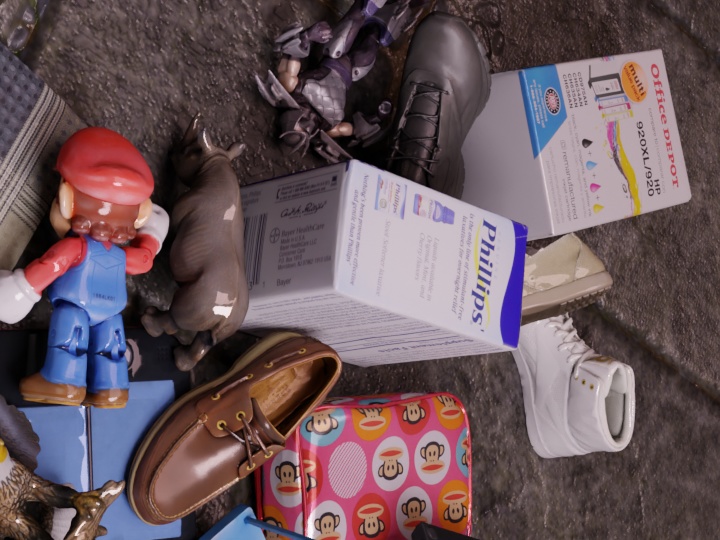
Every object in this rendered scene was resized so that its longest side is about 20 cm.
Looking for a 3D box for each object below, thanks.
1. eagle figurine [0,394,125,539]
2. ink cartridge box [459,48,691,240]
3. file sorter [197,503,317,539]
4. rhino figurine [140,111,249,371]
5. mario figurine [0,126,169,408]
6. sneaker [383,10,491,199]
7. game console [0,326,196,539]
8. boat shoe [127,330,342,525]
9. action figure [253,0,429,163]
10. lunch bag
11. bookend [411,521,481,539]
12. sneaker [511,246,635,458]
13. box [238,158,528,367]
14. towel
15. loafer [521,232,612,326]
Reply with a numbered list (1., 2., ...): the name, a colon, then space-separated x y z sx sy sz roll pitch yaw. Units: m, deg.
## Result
1. eagle figurine: -0.265 0.137 1.198 0.199 0.152 0.152 27 25 3
2. ink cartridge box: 0.173 -0.109 1.595 0.199 0.144 0.149 -13 93 -42
3. file sorter: -0.097 0.297 1.301 0.200 0.122 0.140 -38 118 -31
4. rhino figurine: -0.121 -0.032 1.352 0.059 0.087 0.202 18 59 -36
5. mario figurine: -0.203 -0.003 1.284 0.123 0.105 0.202 33 63 -79
6. sneaker: 0.058 -0.116 1.482 0.091 0.075 0.202 -46 146 -57
7. game console: -0.201 0.143 1.311 0.176 0.031 0.202 1 84 -42
8. boat shoe: -0.093 0.116 1.339 0.200 0.067 0.072 -42 113 -28
9. action figure: -0.014 -0.177 1.489 0.130 0.069 0.201 51 59 -40
10. lunch bag: 0.007 0.191 1.455 0.199 0.082 0.178 0 86 -42
11. bookend: 0.036 0.341 1.387 0.092 0.200 0.200 24 35 -44
12. sneaker: 0.196 0.070 1.616 0.073 0.115 0.202 -18 96 -39
13. box: 0.000 0.000 1.404 0.199 0.183 0.106 19 71 -39
14. towel: -0.302 -0.085 1.251 0.193 0.034 0.201 45 56 -32
15. loafer: 0.122 0.018 1.562 0.198 0.076 0.069 -15 72 -15
